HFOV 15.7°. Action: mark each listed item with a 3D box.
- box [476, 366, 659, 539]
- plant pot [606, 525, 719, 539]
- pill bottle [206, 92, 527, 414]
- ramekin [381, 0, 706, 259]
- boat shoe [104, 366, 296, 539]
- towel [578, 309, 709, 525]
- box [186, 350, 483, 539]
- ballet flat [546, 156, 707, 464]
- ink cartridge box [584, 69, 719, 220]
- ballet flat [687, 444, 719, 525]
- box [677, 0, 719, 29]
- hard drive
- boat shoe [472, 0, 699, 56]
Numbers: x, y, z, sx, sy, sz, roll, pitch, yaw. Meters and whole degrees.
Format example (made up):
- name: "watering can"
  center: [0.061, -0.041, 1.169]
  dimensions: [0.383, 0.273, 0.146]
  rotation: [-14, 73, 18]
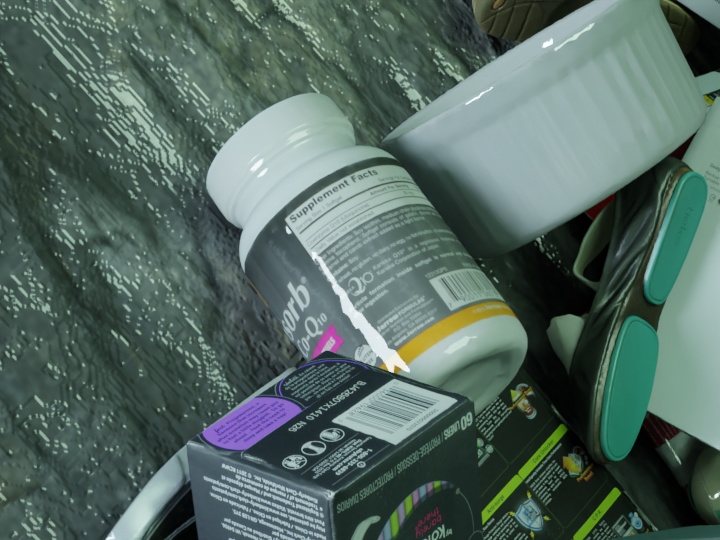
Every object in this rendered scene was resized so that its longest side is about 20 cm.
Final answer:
- name: "box"
  center: [0.089, 0.180, 1.563]
  dimensions: [0.193, 0.047, 0.200]
  rotation: [48, 49, -1]
- name: "plant pot"
  center: [0.274, 0.237, 1.547]
  dimensions: [0.199, 0.195, 0.198]
  rotation: [-11, 94, -56]
- name: "pill bottle"
  center: [0.000, 0.000, 1.532]
  dimensions: [0.116, 0.117, 0.200]
  rotation: [-17, 61, -40]
- name: "ramekin"
  center: [0.121, -0.092, 1.637]
  dimensions: [0.200, 0.200, 0.098]
  rotation: [-38, 98, -42]
- name: "boat shoe"
  center: [-0.073, 0.129, 1.456]
  dimensions: [0.068, 0.074, 0.199]
  rotation: [41, 38, 10]
- name: "towel"
  center: [0.241, 0.087, 1.737]
  dimensions: [0.144, 0.023, 0.201]
  rotation: [-30, 85, -41]
- name: "box"
  center: [-0.007, 0.165, 1.394]
  dimensions: [0.122, 0.106, 0.201]
  rotation: [-32, 127, -41]
- name: "ballet flat"
  center: [0.161, 0.024, 1.636]
  dimensions: [0.068, 0.068, 0.201]
  rotation: [38, 68, -51]
- name: "ink cartridge box"
  center: [0.272, -0.038, 1.731]
  dimensions: [0.175, 0.084, 0.200]
  rotation: [-21, 53, -43]
- name: "ballet flat"
  center: [0.277, 0.088, 1.706]
  dimensions: [0.069, 0.069, 0.201]
  rotation: [38, 53, -12]
- name: "box"
  center: [0.279, -0.227, 1.878]
  dimensions: [0.155, 0.041, 0.201]
  rotation: [31, 30, -19]
- name: "hard drive"
  center: [0.236, 0.005, 1.655]
  dimensions: [0.131, 0.201, 0.026]
  rotation: [28, -1, 27]
- name: "boat shoe"
  center: [0.153, -0.190, 1.790]
  dimensions: [0.199, 0.072, 0.068]
  rotation: [12, 45, -37]
